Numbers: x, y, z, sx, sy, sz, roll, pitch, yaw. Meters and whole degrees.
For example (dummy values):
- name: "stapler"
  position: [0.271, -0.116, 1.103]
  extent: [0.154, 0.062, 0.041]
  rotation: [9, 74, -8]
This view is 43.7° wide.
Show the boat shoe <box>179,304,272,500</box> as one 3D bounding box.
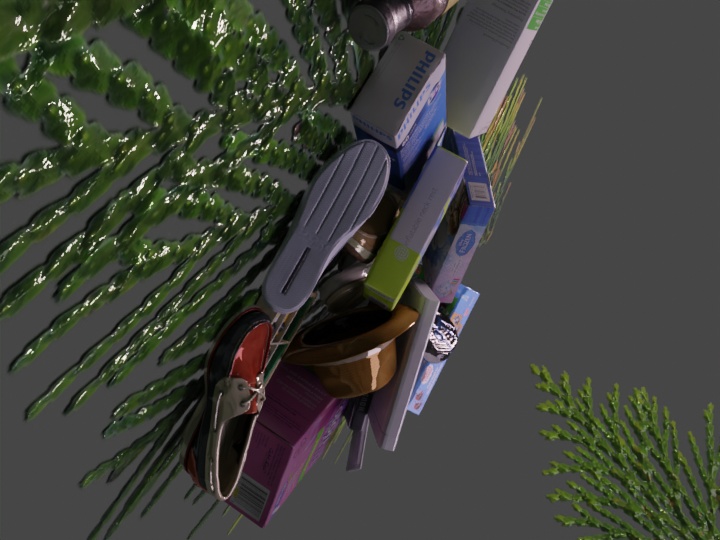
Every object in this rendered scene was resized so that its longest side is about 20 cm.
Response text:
- name: "boat shoe"
  position: [-0.128, 0.136, 0.917]
  extent: [0.071, 0.062, 0.203]
  rotation: [7, 109, -48]

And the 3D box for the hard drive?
- name: "hard drive"
  position: [0.054, 0.119, 1.191]
  extent: [0.132, 0.026, 0.203]
  rotation: [-119, -135, -77]

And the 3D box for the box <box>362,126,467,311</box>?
- name: "box"
  position: [0.066, -0.056, 1.049]
  extent: [0.202, 0.047, 0.122]
  rotation: [-62, 176, -8]

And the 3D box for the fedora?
- name: "fedora"
  position: [-0.008, 0.105, 1.119]
  extent: [0.200, 0.198, 0.083]
  rotation: [-36, 111, -62]

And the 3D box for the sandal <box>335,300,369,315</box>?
- name: "sandal"
  position: [-0.015, 0.049, 1.297]
  extent: [0.083, 0.049, 0.206]
  rotation: [-76, -178, -79]

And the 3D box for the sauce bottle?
- name: "sauce bottle"
  position: [0.055, -0.253, 0.791]
  extent: [0.200, 0.064, 0.065]
  rotation: [-50, 166, -43]

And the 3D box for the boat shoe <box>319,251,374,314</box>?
- name: "boat shoe"
  position: [0.000, 0.000, 1.168]
  extent: [0.075, 0.069, 0.199]
  rotation: [-41, 169, 29]

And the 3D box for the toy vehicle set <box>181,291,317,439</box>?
- name: "toy vehicle set"
  position: [-0.122, 0.103, 1.016]
  extent: [0.202, 0.026, 0.124]
  rotation: [-60, 169, 3]

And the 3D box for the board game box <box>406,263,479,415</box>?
- name: "board game box"
  position: [0.089, 0.101, 1.385]
  extent: [0.151, 0.036, 0.203]
  rotation: [29, -87, 60]

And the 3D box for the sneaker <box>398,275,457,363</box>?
- name: "sneaker"
  position: [0.084, 0.082, 1.302]
  extent: [0.077, 0.075, 0.201]
  rotation: [-52, -158, 16]

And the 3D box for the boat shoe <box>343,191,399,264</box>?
- name: "boat shoe"
  position: [0.010, -0.061, 1.052]
  extent: [0.076, 0.072, 0.200]
  rotation: [-48, -179, 11]

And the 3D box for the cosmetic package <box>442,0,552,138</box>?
- name: "cosmetic package"
  position: [0.157, -0.276, 1.118]
  extent: [0.202, 0.084, 0.107]
  rotation: [-65, 168, 21]

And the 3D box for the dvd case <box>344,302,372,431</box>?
- name: "dvd case"
  position: [-0.001, 0.131, 1.334]
  extent: [0.200, 0.024, 0.153]
  rotation: [-127, -128, -75]

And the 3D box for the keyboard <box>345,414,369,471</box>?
- name: "keyboard"
  position: [0.006, 0.191, 1.311]
  extent: [0.056, 0.010, 0.204]
  rotation: [131, -29, -67]

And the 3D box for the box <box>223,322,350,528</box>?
- name: "box"
  position: [-0.097, 0.205, 1.203]
  extent: [0.200, 0.096, 0.178]
  rotation: [-46, 162, -50]

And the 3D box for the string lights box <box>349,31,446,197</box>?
- name: "string lights box"
  position: [0.047, -0.165, 0.987]
  extent: [0.104, 0.058, 0.200]
  rotation: [-58, 168, -8]

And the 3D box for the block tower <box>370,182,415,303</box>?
- name: "block tower"
  position: [0.046, -0.034, 1.322]
  extent: [0.058, 0.054, 0.202]
  rotation: [-45, 161, -47]

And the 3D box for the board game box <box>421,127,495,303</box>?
- name: "board game box"
  position: [0.128, -0.095, 1.290]
  extent: [0.201, 0.043, 0.202]
  rotation: [107, -17, -48]

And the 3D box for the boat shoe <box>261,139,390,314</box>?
- name: "boat shoe"
  position: [-0.042, -0.048, 0.922]
  extent: [0.201, 0.072, 0.062]
  rotation: [-55, -167, -5]
